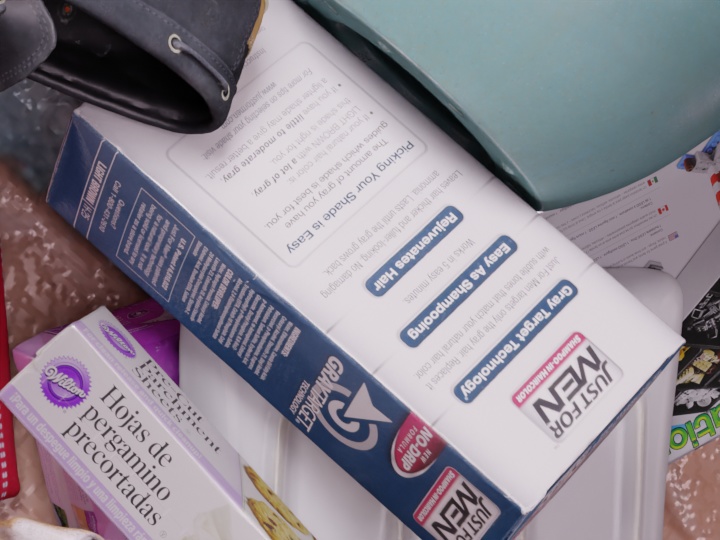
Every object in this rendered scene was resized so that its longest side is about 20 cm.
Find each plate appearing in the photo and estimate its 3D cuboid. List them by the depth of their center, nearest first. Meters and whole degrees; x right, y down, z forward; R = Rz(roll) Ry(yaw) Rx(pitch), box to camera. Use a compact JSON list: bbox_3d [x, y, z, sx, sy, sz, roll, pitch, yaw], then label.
[{"bbox_3d":[0.031,0.101,0.831,0.199,0.032,0.200,-1,99,-20],"label":"plate"}]

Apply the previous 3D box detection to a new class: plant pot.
[{"bbox_3d":[0.069,-0.120,0.797,0.161,0.201,0.201,-47,111,-4],"label":"plant pot"}]

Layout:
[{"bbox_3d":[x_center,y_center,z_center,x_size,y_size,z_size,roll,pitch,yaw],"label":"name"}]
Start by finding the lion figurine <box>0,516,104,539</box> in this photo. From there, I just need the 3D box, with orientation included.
[{"bbox_3d":[-0.132,0.134,0.799,0.072,0.122,0.200,-36,116,-38],"label":"lion figurine"}]

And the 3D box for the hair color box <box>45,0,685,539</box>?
[{"bbox_3d":[0.000,0.000,0.773,0.200,0.061,0.100,41,55,9],"label":"hair color box"}]

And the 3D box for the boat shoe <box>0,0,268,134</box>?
[{"bbox_3d":[-0.114,-0.087,0.686,0.200,0.075,0.062,14,73,-37],"label":"boat shoe"}]

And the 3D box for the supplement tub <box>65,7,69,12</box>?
[{"bbox_3d":[-0.069,-0.181,0.803,0.122,0.123,0.200,29,83,-23],"label":"supplement tub"}]

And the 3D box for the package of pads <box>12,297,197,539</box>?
[{"bbox_3d":[-0.048,0.107,0.863,0.120,0.076,0.200,-17,102,-26],"label":"package of pads"}]

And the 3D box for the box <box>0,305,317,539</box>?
[{"bbox_3d":[-0.040,0.100,0.772,0.039,0.041,0.200,-42,89,12],"label":"box"}]

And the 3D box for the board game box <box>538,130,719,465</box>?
[{"bbox_3d":[0.105,0.013,0.879,0.200,0.035,0.126,-27,110,-12],"label":"board game box"}]

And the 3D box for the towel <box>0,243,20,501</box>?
[{"bbox_3d":[-0.194,0.029,0.774,0.200,0.022,0.145,-12,102,-52],"label":"towel"}]
